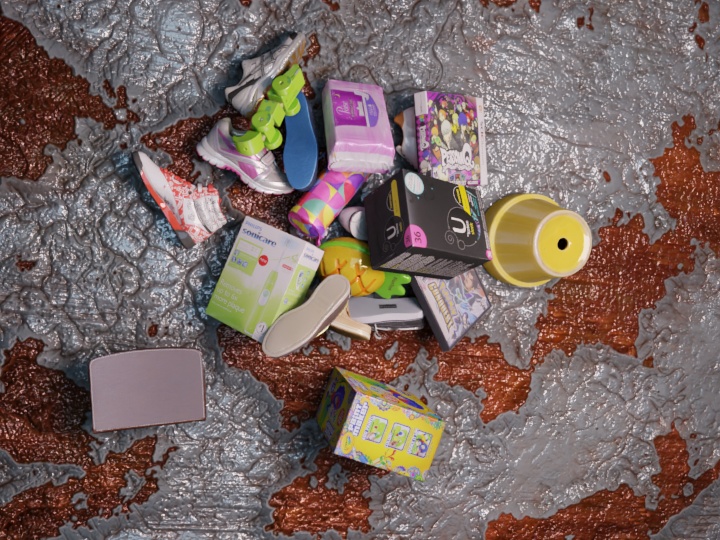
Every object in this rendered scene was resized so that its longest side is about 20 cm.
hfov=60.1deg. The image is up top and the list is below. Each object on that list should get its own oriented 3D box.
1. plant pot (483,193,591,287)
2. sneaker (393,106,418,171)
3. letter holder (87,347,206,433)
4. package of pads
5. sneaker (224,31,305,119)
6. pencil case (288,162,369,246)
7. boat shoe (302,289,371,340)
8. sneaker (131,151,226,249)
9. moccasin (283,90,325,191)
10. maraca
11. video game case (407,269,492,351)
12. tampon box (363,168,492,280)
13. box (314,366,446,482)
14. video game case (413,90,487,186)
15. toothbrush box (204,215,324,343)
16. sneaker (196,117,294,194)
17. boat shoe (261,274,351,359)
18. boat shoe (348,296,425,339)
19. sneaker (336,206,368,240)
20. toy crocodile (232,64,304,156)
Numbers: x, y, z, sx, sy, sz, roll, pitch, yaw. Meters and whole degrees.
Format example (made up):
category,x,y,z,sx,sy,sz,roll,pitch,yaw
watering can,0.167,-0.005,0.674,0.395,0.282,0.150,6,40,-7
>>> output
category,x,y,z,sx,sy,sz,roll,pitch,yaw
plant pot,0.369,-0.059,1.287,0.198,0.189,0.203,-2,96,-15
sneaker,0.122,-0.235,1.282,0.084,0.073,0.202,-12,109,22
letter holder,-0.394,0.210,1.166,0.198,0.101,0.144,-4,94,-14
package of pads,-0.009,-0.270,1.176,0.119,0.076,0.202,3,50,-14
sneaker,-0.181,-0.385,1.177,0.087,0.076,0.201,32,76,6
pencil case,-0.058,-0.148,1.201,0.088,0.088,0.201,40,69,-14
boat shoe,-0.060,0.074,1.212,0.198,0.074,0.070,22,76,23
sneaker,-0.333,-0.151,1.165,0.107,0.067,0.203,-32,105,-10
moccasin,-0.103,-0.243,1.184,0.079,0.068,0.203,-5,75,14
maraca,0.000,0.000,1.228,0.198,0.138,0.108,19,55,-1
video game case,0.184,0.034,1.287,0.180,0.025,0.202,-36,105,-40
tampon box,0.125,-0.079,1.166,0.198,0.126,0.152,8,66,-36
box,0.032,0.297,1.228,0.191,0.200,0.123,21,90,-16
video game case,0.185,-0.259,1.250,0.199,0.036,0.184,-9,97,-45
toothbrush box,-0.180,0.021,1.175,0.145,0.086,0.202,24,88,22
sneaker,-0.203,-0.215,1.170,0.199,0.082,0.089,28,112,-16
boat shoe,-0.093,0.092,1.133,0.072,0.060,0.200,37,69,24
boat shoe,0.036,0.097,1.278,0.197,0.074,0.069,-4,125,-4
sneaker,0.045,-0.090,1.265,0.198,0.080,0.077,16,96,-35
toy crocodile,-0.160,-0.291,1.130,0.061,0.068,0.201,20,72,20
